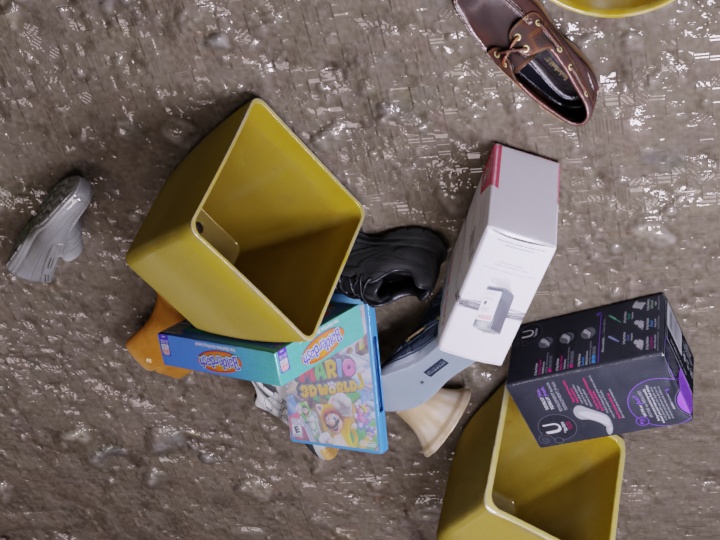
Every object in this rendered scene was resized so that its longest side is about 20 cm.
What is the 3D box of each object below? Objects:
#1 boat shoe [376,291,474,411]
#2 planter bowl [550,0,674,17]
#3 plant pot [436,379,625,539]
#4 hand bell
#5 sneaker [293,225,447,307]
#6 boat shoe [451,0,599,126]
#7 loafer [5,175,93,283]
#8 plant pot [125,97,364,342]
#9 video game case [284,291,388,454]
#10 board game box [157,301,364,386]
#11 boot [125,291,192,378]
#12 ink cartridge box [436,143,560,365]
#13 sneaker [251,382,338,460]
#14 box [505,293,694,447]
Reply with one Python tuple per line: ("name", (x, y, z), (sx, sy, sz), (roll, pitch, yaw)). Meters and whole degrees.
("boat shoe", (0.082, 0.098, 1.737), (0.071, 0.091, 0.200), (36, 128, -25))
("planter bowl", (0.234, -0.340, 1.291), (0.198, 0.084, 0.201), (6, 135, 6))
("plant pot", (0.202, 0.299, 1.845), (0.195, 0.195, 0.200), (29, 141, -16))
("hand bell", (0.032, 0.142, 1.810), (0.199, 0.104, 0.104), (34, 132, -5))
("sneaker", (0.000, 0.000, 1.663), (0.198, 0.091, 0.076), (-5, 134, 18))
("boat shoe", (0.169, -0.226, 1.426), (0.199, 0.071, 0.070), (36, 131, -20))
("loafer", (-0.366, -0.047, 1.715), (0.069, 0.070, 0.200), (27, 141, -21))
("plant pot", (-0.145, -0.038, 1.598), (0.176, 0.201, 0.200), (-17, 129, 42))
("video game case", (-0.037, 0.122, 1.743), (0.142, 0.018, 0.202), (3, 105, 35))
("board game box", (-0.118, 0.077, 1.670), (0.199, 0.152, 0.045), (6, 114, 41))
("boot", (-0.252, 0.065, 1.790), (0.143, 0.071, 0.201), (-25, 129, 27))
("ink cartridge box", (0.154, -0.015, 1.576), (0.084, 0.146, 0.201), (16, 135, -5))
("sneaker", (-0.093, 0.169, 1.865), (0.087, 0.076, 0.201), (-10, 121, 29))
("box", (0.292, 0.124, 1.707), (0.198, 0.107, 0.123), (-14, 127, 24))
